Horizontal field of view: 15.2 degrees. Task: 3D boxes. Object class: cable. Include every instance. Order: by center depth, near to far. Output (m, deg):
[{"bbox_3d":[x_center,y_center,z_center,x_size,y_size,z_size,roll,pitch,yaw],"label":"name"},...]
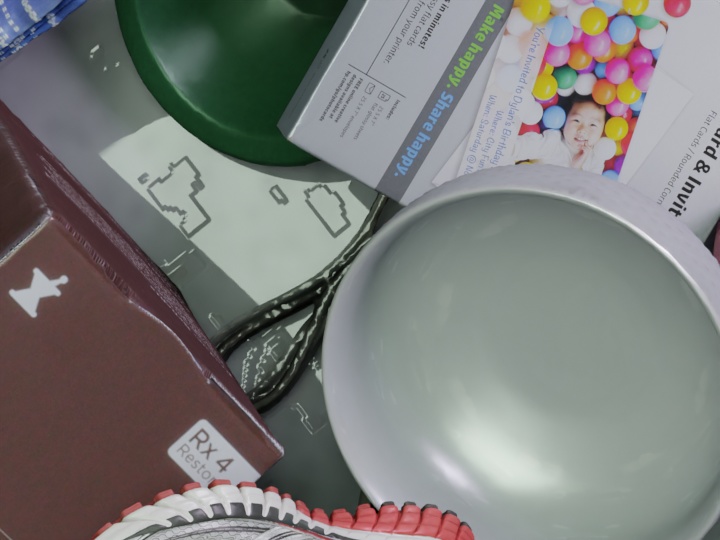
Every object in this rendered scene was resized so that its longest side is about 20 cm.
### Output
[{"bbox_3d":[0.000,0.000,1.314,0.199,0.050,0.097,-23,84,4],"label":"cable"}]

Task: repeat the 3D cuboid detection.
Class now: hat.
[{"bbox_3d":[-0.006,-0.171,1.353,0.166,0.176,0.200,41,129,9],"label":"hat"}]

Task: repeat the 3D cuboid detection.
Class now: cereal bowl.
[{"bbox_3d":[0.087,0.042,1.206,0.199,0.083,0.201,10,116,21],"label":"cereal bowl"}]

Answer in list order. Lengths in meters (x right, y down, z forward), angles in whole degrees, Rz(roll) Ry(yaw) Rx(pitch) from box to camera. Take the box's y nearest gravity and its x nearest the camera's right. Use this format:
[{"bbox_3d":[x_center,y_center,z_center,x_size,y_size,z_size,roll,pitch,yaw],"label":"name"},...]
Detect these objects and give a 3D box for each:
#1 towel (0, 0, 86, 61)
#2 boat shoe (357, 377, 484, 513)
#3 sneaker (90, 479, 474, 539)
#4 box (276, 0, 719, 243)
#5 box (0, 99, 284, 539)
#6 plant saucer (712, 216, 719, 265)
[{"bbox_3d":[-0.240,-0.137,1.268,0.200,0.024,0.145,-33,90,15],"label":"towel"},{"bbox_3d":[0.025,0.147,1.289,0.072,0.060,0.203,6,85,8],"label":"boat shoe"},{"bbox_3d":[-0.033,0.142,1.146,0.199,0.078,0.082,5,52,-23],"label":"sneaker"},{"bbox_3d":[0.085,-0.082,1.249,0.200,0.041,0.156,29,97,-15],"label":"box"},{"bbox_3d":[-0.167,0.047,1.232,0.164,0.200,0.166,-41,117,1],"label":"box"},{"bbox_3d":[0.267,0.002,1.273,0.200,0.051,0.202,-1,83,10],"label":"plant saucer"}]
